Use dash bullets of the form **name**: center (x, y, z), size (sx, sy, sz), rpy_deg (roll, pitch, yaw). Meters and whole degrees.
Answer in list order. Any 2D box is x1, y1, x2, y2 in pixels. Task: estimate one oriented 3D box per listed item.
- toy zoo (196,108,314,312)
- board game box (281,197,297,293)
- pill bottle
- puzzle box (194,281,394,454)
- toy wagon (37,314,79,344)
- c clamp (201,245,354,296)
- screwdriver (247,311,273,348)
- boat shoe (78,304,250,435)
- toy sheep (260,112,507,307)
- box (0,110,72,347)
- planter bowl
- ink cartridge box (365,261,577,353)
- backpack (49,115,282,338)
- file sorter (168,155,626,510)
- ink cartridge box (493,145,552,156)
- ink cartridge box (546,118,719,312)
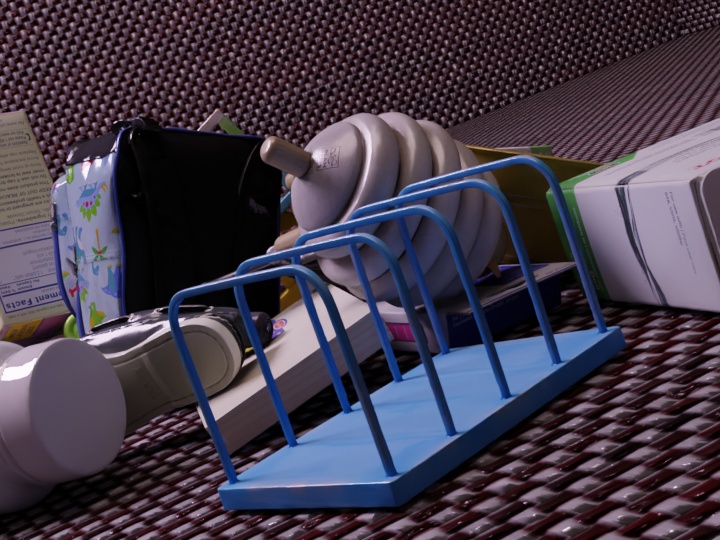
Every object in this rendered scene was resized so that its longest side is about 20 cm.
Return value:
- **toy zoo**: center (-0.101, -0.031, 1.255), size (0.131, 0.200, 0.020), rpy_deg (-45, 7, 3)
- **board game box**: center (-0.148, 0.001, 1.469), size (0.159, 0.098, 0.199), rpy_deg (-12, 11, 44)
- **pill bottle**: center (-0.260, 0.109, 0.925), size (0.199, 0.115, 0.114), rpy_deg (-15, 9, 30)
- **puzzle box**: center (-0.055, 0.062, 0.955), size (0.133, 0.026, 0.200), rpy_deg (-35, 10, -6)
- **toy wagon**: center (-0.296, 0.099, 1.223), size (0.199, 0.040, 0.155), rpy_deg (-23, -14, -16)
- **c clamp**: center (0.000, 0.000, 1.086), size (0.170, 0.027, 0.199), rpy_deg (-19, -21, 30)
- **screwdriver**: center (-0.151, 0.058, 1.007), size (0.199, 0.029, 0.028), rpy_deg (-14, -19, 26)
- **boat shoe**: center (-0.158, 0.065, 0.965), size (0.198, 0.075, 0.066), rpy_deg (-23, 13, 30)
- **toy sheep**: center (0.017, -0.041, 0.908), size (0.199, 0.139, 0.137), rpy_deg (17, -15, -32)
- **box**: center (-0.337, -0.011, 1.254), size (0.096, 0.201, 0.176), rpy_deg (-14, -19, -36)
- **planter bowl**: center (0.125, -0.047, 1.033), size (0.199, 0.084, 0.200), rpy_deg (8, 6, -1)
- **ink cartridge box**: center (0.072, 0.025, 0.966), size (0.094, 0.037, 0.200), rpy_deg (-22, 5, -22)
- **backpack**: center (-0.156, -0.006, 1.124), size (0.182, 0.202, 0.146), rpy_deg (3, -11, -43)
- **file sorter**: center (0.019, 0.029, 0.741), size (0.138, 0.124, 0.199), rpy_deg (-11, 11, 47)
- **ink cartridge box**: center (0.090, -0.084, 1.362), size (0.117, 0.068, 0.199), rpy_deg (-4, 3, 44)
- **ink cartridge box**: center (0.225, -0.040, 0.841), size (0.146, 0.084, 0.200), rpy_deg (-21, 7, -13)
